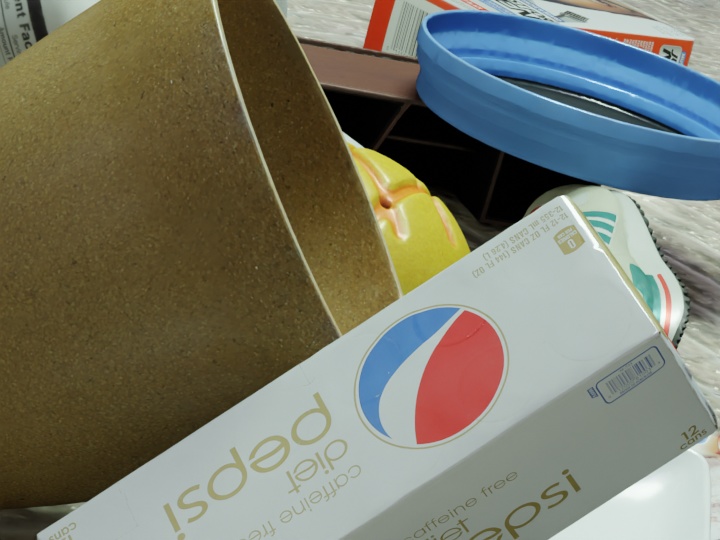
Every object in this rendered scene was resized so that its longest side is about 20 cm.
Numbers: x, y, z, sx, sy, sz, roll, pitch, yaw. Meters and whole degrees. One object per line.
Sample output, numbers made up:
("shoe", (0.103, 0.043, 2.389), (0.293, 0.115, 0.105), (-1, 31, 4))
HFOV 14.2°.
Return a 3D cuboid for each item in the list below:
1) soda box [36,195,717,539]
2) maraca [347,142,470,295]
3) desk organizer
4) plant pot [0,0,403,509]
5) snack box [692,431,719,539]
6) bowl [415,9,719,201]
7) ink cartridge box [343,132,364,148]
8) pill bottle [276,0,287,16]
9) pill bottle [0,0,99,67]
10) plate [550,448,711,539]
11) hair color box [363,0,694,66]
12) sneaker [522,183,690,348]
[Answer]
("soda box", (0.005, 0.065, 0.894), (0.068, 0.200, 0.064), (59, 3, 40))
("maraca", (0.000, 0.000, 1.276), (0.200, 0.107, 0.137), (13, 16, -8))
("desk organizer", (0.036, -0.075, 1.625), (0.200, 0.072, 0.077), (8, 20, -22))
("plant pot", (-0.102, 0.008, 1.007), (0.200, 0.186, 0.186), (-23, 13, 10))
("snack box", (0.130, 0.104, 1.197), (0.072, 0.024, 0.200), (18, 17, 14))
("bowl", (0.124, -0.090, 1.565), (0.200, 0.039, 0.201), (15, 17, -5))
("ink cartridge box", (-0.078, -0.055, 1.460), (0.117, 0.067, 0.200), (4, 20, -31))
("pill bottle", (-0.153, -0.163, 1.658), (0.200, 0.120, 0.120), (24, 18, 29))
("pill bottle", (-0.166, -0.123, 1.395), (0.200, 0.112, 0.111), (-10, 11, 14))
("plate", (0.029, 0.102, 1.051), (0.199, 0.032, 0.200), (14, 27, -1))
("hair color box", (0.116, -0.156, 1.980), (0.200, 0.064, 0.111), (4, 19, -38))
("sneaker", (0.093, -0.003, 1.434), (0.093, 0.070, 0.200), (17, 18, -17))
